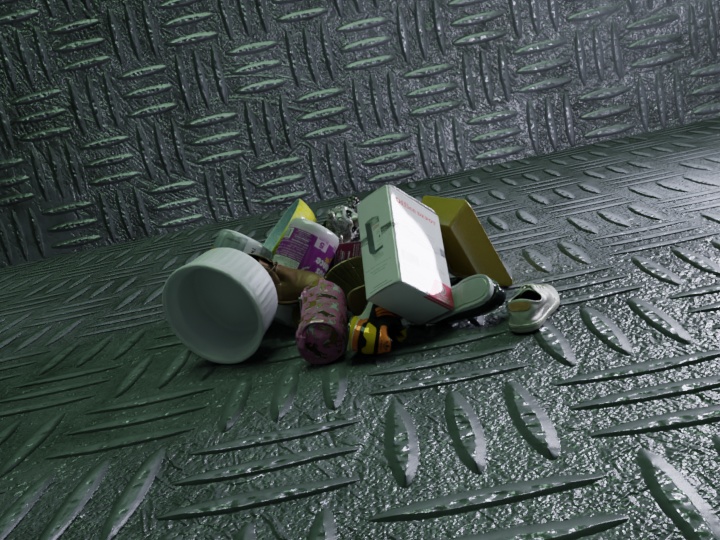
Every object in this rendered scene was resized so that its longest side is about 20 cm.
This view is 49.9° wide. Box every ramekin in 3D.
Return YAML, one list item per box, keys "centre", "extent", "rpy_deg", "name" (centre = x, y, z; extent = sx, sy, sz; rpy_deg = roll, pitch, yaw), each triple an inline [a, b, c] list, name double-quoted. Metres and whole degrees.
- centre: [-0.246, 0.057, 1.395]
  extent: [0.198, 0.202, 0.098]
  rpy_deg: [-6, 25, 25]
  name: "ramekin"

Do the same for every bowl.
- centre: [-0.147, -0.045, 1.705]
  extent: [0.201, 0.107, 0.201]
  rpy_deg: [-51, 15, 19]
  name: "bowl"

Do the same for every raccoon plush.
- centre: [-0.059, -0.080, 1.693]
  extent: [0.200, 0.097, 0.134]
  rpy_deg: [-40, -8, 40]
  name: "raccoon plush"

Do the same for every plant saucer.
- centre: [0.197, -0.051, 1.554]
  extent: [0.048, 0.201, 0.200]
  rpy_deg: [-36, 18, -11]
  name: "plant saucer"

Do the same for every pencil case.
- centre: [-0.067, 0.087, 1.355]
  extent: [0.086, 0.083, 0.200]
  rpy_deg: [-28, 19, 8]
  name: "pencil case"

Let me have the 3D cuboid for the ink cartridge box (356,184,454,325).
- centre: [0.075, -0.027, 1.337]
  extent: [0.084, 0.202, 0.145]
  rpy_deg: [-29, -40, 34]
  name: "ink cartridge box"

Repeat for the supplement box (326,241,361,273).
- centre: [0.000, 0.000, 1.618]
  extent: [0.198, 0.087, 0.110]
  rpy_deg: [-5, -24, 29]
  name: "supplement box"

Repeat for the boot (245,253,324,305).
- centre: [-0.163, 0.013, 1.447]
  extent: [0.197, 0.076, 0.074]
  rpy_deg: [3, 47, -1]
  name: "boot"

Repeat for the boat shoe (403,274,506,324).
- centre: [0.162, 0.061, 1.358]
  extent: [0.199, 0.076, 0.060]
  rpy_deg: [-13, -30, 43]
  name: "boat shoe"

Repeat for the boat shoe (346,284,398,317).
- centre: [0.067, 0.053, 1.477]
  extent: [0.197, 0.074, 0.063]
  rpy_deg: [-3, 3, -14]
  name: "boat shoe"

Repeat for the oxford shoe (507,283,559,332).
- centre: [0.290, 0.047, 1.301]
  extent: [0.074, 0.058, 0.200]
  rpy_deg: [-9, 11, 26]
  name: "oxford shoe"

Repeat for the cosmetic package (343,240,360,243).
- centre: [-0.025, -0.013, 1.763]
  extent: [0.198, 0.108, 0.090]
  rpy_deg: [-3, 14, 31]
  name: "cosmetic package"

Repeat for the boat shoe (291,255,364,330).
- centre: [-0.051, 0.046, 1.508]
  extent: [0.200, 0.073, 0.063]
  rpy_deg: [-42, -6, -16]
  name: "boat shoe"

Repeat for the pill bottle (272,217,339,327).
- centre: [-0.129, 0.006, 1.552]
  extent: [0.111, 0.202, 0.112]
  rpy_deg: [23, -10, 5]
  name: "pill bottle"

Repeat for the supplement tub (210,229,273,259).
- centre: [-0.266, 0.031, 1.548]
  extent: [0.121, 0.202, 0.123]
  rpy_deg: [22, -11, 4]
  name: "supplement tub"

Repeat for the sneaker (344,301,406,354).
- centre: [0.041, 0.099, 1.321]
  extent: [0.089, 0.071, 0.200]
  rpy_deg: [13, 17, 15]
  name: "sneaker"
